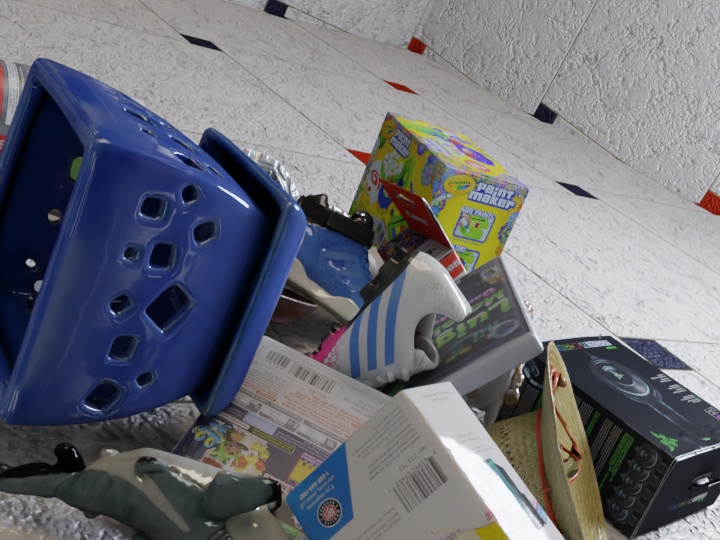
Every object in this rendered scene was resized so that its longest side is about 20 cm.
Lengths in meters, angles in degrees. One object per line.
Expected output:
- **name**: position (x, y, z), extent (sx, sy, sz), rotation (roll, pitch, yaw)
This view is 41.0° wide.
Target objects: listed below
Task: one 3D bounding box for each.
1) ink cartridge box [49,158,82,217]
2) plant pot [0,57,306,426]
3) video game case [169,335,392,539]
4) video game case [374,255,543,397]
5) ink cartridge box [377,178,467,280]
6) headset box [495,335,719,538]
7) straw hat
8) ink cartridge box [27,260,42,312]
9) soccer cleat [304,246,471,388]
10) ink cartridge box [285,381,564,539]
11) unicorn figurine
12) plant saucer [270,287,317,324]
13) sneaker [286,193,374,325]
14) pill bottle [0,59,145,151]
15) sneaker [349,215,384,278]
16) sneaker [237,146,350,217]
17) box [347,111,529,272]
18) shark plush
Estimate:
- **ink cartridge box**: position (-0.213, -0.068, 0.969), extent (0.199, 0.060, 0.104), rotation (9, -6, 21)
- **plant pot**: position (-0.162, -0.014, 0.696), extent (0.179, 0.201, 0.200), rotation (13, 17, -36)
- **video game case**: position (-0.027, 0.148, 0.698), extent (0.199, 0.023, 0.182), rotation (25, 40, 9)
- **video game case**: position (0.054, 0.072, 0.848), extent (0.023, 0.199, 0.182), rotation (56, 11, -18)
- **ink cartridge box**: position (0.071, 0.004, 1.021), extent (0.200, 0.050, 0.109), rotation (58, -11, -26)
- **headset box**: position (0.261, 0.159, 0.951), extent (0.174, 0.093, 0.200), rotation (0, 29, -45)
- **straw hat**: position (0.138, 0.165, 0.783), extent (0.085, 0.202, 0.201), rotation (-14, 13, 16)
- **ink cartridge box**: position (-0.279, 0.015, 0.839), extent (0.199, 0.041, 0.200), rotation (16, 20, -17)
- **soccer cleat**: position (0.010, 0.072, 0.792), extent (0.086, 0.200, 0.070), rotation (43, 30, 5)
- **ink cartridge box**: position (0.058, 0.182, 0.575), extent (0.200, 0.116, 0.067), rotation (55, 25, 21)
- **unicorn figurine**: position (0.117, 0.102, 0.918), extent (0.074, 0.200, 0.138), rotation (33, 41, -9)
- **plant saucer**: position (-0.139, 0.010, 0.940), extent (0.199, 0.032, 0.200), rotation (22, -1, 0)
- **sneaker**: position (0.000, 0.000, 1.005), extent (0.199, 0.111, 0.077), rotation (36, -9, -3)
- **pill bottle**: position (-0.362, -0.176, 1.141), extent (0.199, 0.116, 0.116), rotation (7, 24, -35)
- **sneaker**: position (-0.025, -0.003, 1.128), extent (0.080, 0.077, 0.200), rotation (-1, 24, -22)
- **sneaker**: position (-0.103, -0.068, 1.056), extent (0.099, 0.078, 0.200), rotation (12, -20, 49)
- **box**: position (0.082, -0.066, 1.201), extent (0.121, 0.194, 0.200), rotation (12, 22, -25)
- **shark plush**: position (-0.129, 0.152, 0.587), extent (0.199, 0.084, 0.091), rotation (20, -18, -11)
